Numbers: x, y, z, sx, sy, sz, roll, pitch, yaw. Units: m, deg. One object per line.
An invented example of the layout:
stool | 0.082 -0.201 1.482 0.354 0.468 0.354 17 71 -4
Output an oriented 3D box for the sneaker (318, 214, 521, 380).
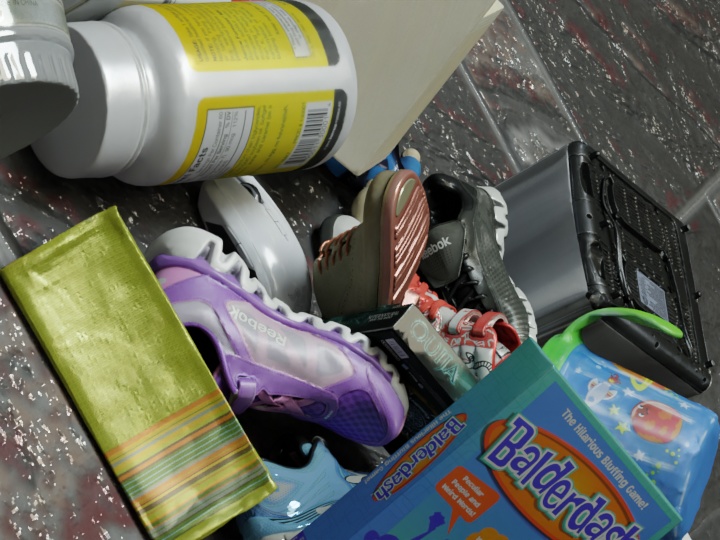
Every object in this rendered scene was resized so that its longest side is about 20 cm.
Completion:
sneaker | 0.052 0.035 1.541 0.067 0.108 0.202 -8 73 -59

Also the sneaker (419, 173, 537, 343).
sneaker | 0.081 0.005 1.662 0.090 0.066 0.201 28 40 -41

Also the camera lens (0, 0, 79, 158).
camera lens | -0.253 -0.162 1.161 0.160 0.160 0.201 -5 71 -59

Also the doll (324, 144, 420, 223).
doll | -0.005 -0.113 1.632 0.136 0.048 0.201 15 53 -40

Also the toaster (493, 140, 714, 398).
toaster | 0.191 0.010 1.774 0.200 0.118 0.182 33 40 -42

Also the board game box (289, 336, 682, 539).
board game box | 0.075 0.160 1.297 0.152 0.200 0.045 48 3 -28

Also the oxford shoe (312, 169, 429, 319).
oxford shoe | 0.000 0.000 1.434 0.074 0.201 0.071 22 52 12

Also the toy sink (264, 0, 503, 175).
toy sink | 0.019 -0.190 1.524 0.130 0.200 0.112 39 17 4

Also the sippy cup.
sippy cup | 0.179 0.128 1.503 0.140 0.130 0.179 -52 153 -46

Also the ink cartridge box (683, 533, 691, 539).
ink cartridge box | 0.195 0.261 1.581 0.068 0.115 0.200 59 30 -6

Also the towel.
towel | -0.131 0.066 1.276 0.086 0.018 0.201 -32 95 -27

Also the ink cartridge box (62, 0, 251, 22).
ink cartridge box | -0.169 -0.225 1.423 0.200 0.084 0.145 -8 74 -59

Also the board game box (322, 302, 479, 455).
board game box | 0.055 0.108 1.425 0.200 0.135 0.028 50 64 -16

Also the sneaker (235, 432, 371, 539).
sneaker | -0.016 0.140 1.385 0.200 0.078 0.090 -1 60 -61

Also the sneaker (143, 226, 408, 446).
sneaker | -0.063 0.062 1.353 0.200 0.080 0.089 34 46 -11

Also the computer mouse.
computer mouse | -0.074 -0.038 1.466 0.109 0.044 0.201 -3 69 -59

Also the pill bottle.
pill bottle | -0.109 -0.114 1.365 0.199 0.114 0.115 -8 73 -42
